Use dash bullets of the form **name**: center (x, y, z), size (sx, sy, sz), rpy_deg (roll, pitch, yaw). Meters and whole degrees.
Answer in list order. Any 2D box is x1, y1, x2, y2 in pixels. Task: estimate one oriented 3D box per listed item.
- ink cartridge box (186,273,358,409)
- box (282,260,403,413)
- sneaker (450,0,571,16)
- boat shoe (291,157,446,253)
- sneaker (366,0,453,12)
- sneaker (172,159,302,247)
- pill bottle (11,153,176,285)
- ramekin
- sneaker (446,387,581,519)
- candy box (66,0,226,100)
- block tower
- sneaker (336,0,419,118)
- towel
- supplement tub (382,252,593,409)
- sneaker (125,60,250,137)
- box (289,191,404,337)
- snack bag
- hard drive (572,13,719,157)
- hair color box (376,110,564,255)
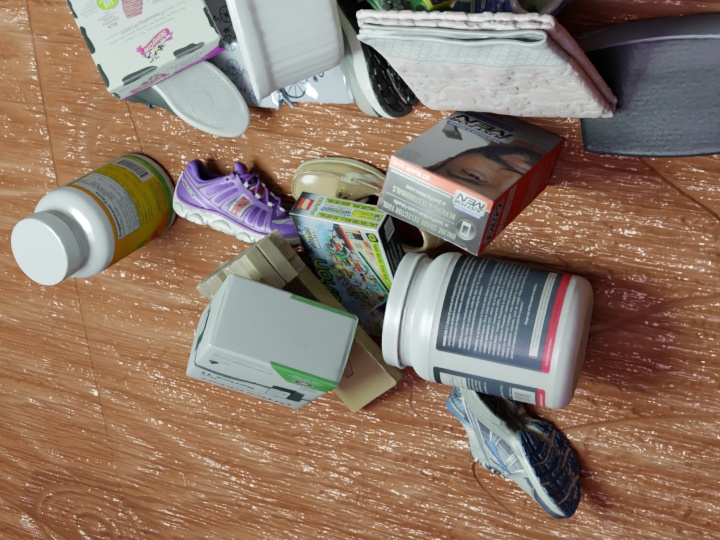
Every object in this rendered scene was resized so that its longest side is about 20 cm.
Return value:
- **ink cartridge box**: center (-0.102, 0.083, 1.339), size (0.146, 0.084, 0.200), rpy_deg (18, 163, -10)
- **box**: center (-0.045, 0.072, 1.440), size (0.200, 0.021, 0.163), rpy_deg (49, 156, 2)
- **sneaker**: center (0.140, -0.258, 1.186), size (0.200, 0.077, 0.076), rpy_deg (-33, 96, 39)
- **boat shoe**: center (0.004, -0.072, 1.359), size (0.199, 0.066, 0.074), rpy_deg (17, 120, 22)
- **sneaker**: center (0.021, -0.288, 1.207), size (0.078, 0.085, 0.200), rpy_deg (-35, 74, 2)
- **sneaker**: center (-0.128, -0.079, 1.430), size (0.199, 0.081, 0.084), rpy_deg (18, 103, 15)
- **pill bottle**: center (-0.319, -0.058, 1.468), size (0.111, 0.200, 0.112), rpy_deg (13, 119, 24)
- **ramekin**: center (-0.085, -0.278, 1.213), size (0.097, 0.201, 0.202), rpy_deg (-16, 108, -3)
- **sneaker**: center (0.173, 0.201, 1.399), size (0.200, 0.077, 0.085), rpy_deg (54, 137, 6)
- **candy box**: center (-0.250, -0.306, 1.336), size (0.136, 0.061, 0.201), rpy_deg (-25, 86, 1)
- **block tower**: center (-0.125, 0.007, 1.386), size (0.058, 0.054, 0.200), rpy_deg (53, 156, -7)
- **sneaker**: center (-0.003, -0.253, 1.276), size (0.079, 0.074, 0.201), rpy_deg (1, 108, 60)
- **towel**: center (0.117, -0.187, 1.135), size (0.199, 0.191, 0.032), rpy_deg (9, 79, 30)
- **supplement tub**: center (0.135, 0.059, 1.286), size (0.199, 0.140, 0.141), rpy_deg (12, 118, 14)
- **sneaker**: center (-0.212, -0.209, 1.412), size (0.199, 0.099, 0.071), rpy_deg (30, 81, 2)
- **box**: center (0.000, 0.000, 1.362), size (0.110, 0.035, 0.200), rpy_deg (12, 145, 26)
- **snack bag**: center (-0.097, -0.269, 1.351), size (0.199, 0.021, 0.190), rpy_deg (7, 116, 27)
- **hard drive**: center (0.298, -0.169, 1.159), size (0.199, 0.042, 0.136), rpy_deg (1, 113, 30)
- **hair color box**: center (0.112, -0.097, 1.203), size (0.110, 0.200, 0.064), rpy_deg (26, 123, 16)
